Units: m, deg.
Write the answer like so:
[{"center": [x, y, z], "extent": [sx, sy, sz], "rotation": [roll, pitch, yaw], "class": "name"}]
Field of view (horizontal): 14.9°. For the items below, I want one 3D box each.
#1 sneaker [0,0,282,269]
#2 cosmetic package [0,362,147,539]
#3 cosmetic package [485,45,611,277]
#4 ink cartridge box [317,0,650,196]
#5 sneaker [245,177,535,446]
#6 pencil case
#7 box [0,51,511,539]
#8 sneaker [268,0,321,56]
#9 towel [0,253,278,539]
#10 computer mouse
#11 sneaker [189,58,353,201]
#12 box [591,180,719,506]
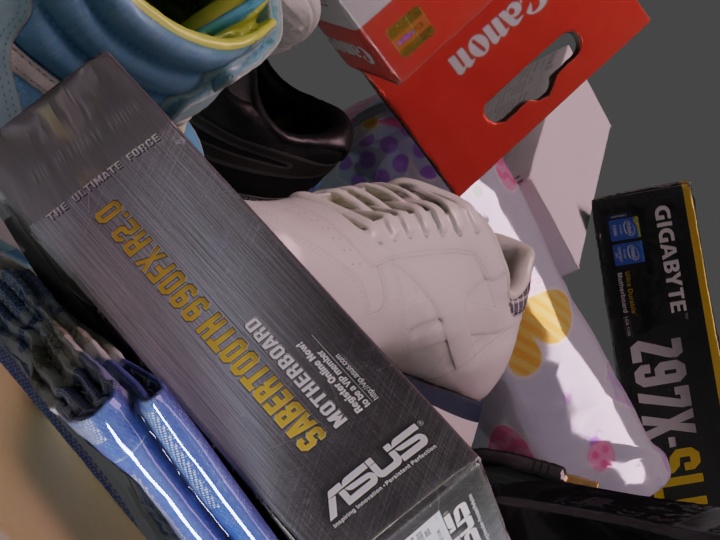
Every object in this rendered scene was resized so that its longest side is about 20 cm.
[{"center": [-0.062, -0.058, 0.828], "extent": [0.080, 0.130, 0.200], "rotation": [66, 17, 13], "class": "sneaker"}, {"center": [-0.069, 0.120, 0.646], "extent": [0.200, 0.071, 0.105], "rotation": [54, 19, -29], "class": "cosmetic package"}, {"center": [0.061, -0.037, 1.234], "extent": [0.051, 0.082, 0.200], "rotation": [58, 19, -13], "class": "cosmetic package"}, {"center": [0.025, -0.128, 0.975], "extent": [0.200, 0.109, 0.050], "rotation": [52, -10, -23], "class": "ink cartridge box"}, {"center": [0.000, 0.000, 0.962], "extent": [0.076, 0.081, 0.200], "rotation": [32, 1, 27], "class": "sneaker"}, {"center": [0.045, 0.020, 1.097], "extent": [0.201, 0.083, 0.091], "rotation": [62, -19, -4], "class": "pencil case"}, {"center": [-0.018, 0.052, 0.745], "extent": [0.158, 0.048, 0.200], "rotation": [46, -11, 28], "class": "box"}, {"center": [-0.096, -0.136, 0.857], "extent": [0.199, 0.077, 0.082], "rotation": [26, 60, -35], "class": "sneaker"}, {"center": [-0.048, 0.066, 0.721], "extent": [0.147, 0.024, 0.200], "rotation": [55, -10, -20], "class": "towel"}, {"center": [0.079, 0.098, 0.975], "extent": [0.140, 0.199, 0.046], "rotation": [-4, 102, -74], "class": "computer mouse"}, {"center": [-0.070, -0.101, 0.945], "extent": [0.200, 0.082, 0.071], "rotation": [53, 21, -27], "class": "sneaker"}, {"center": [0.142, 0.082, 1.216], "extent": [0.160, 0.049, 0.201], "rotation": [64, 17, -68], "class": "box"}]
